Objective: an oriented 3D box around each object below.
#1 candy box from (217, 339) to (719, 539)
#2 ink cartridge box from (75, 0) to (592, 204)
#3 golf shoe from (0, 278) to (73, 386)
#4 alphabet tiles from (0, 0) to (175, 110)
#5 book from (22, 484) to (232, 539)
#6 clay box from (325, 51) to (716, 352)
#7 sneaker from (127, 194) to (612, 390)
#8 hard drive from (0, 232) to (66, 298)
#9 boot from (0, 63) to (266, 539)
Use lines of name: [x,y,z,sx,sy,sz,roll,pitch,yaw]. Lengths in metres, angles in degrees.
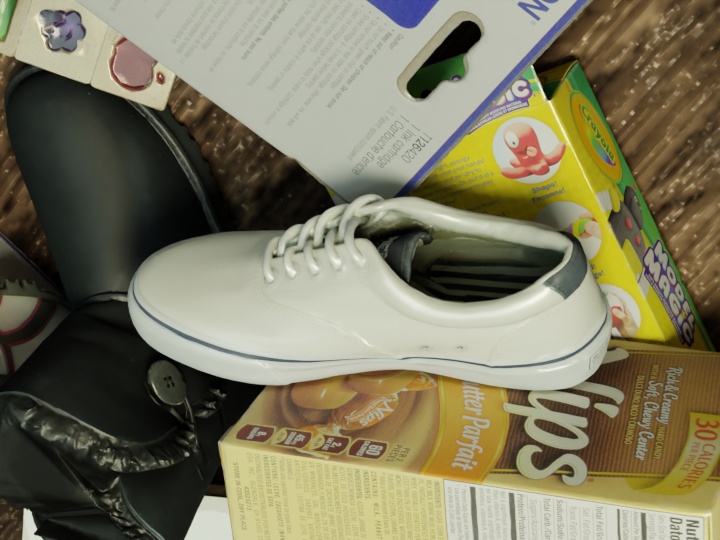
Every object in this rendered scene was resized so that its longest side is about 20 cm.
candy box: [0.059,0.073,0.939,0.200,0.115,0.055,6,121,22]
ink cartridge box: [-0.022,-0.134,0.889,0.200,0.047,0.198,34,139,-9]
golf shoe: [-0.182,0.049,1.025,0.077,0.200,0.088,-43,53,27]
alphabet tiles: [-0.127,-0.184,0.956,0.167,0.008,0.200,20,107,-4]
book: [-0.059,0.169,1.100,0.199,0.048,0.134,4,92,11]
clay box: [0.068,-0.001,0.994,0.115,0.048,0.200,-17,108,31]
sneaker: [0.000,0.000,0.936,0.199,0.073,0.071,1,138,14]
hard drive: [-0.237,0.040,1.154,0.132,0.025,0.200,44,124,-4]
boot: [-0.114,0.018,1.007,0.076,0.168,0.200,-24,105,31]
